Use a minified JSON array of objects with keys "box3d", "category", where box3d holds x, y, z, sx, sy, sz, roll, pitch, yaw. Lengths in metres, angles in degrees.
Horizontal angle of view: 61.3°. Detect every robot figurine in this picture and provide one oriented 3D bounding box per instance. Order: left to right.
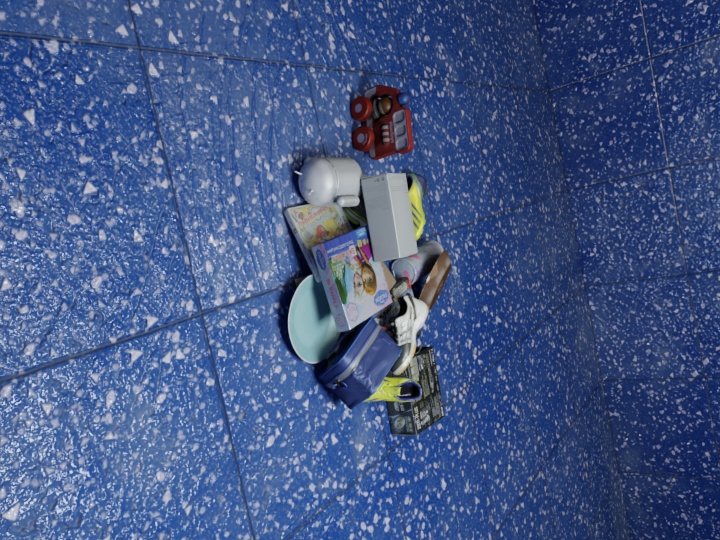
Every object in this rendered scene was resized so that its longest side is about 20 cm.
[{"box3d":[-0.071,-0.214,1.465,0.197,0.115,0.170,-11,49,-47],"category":"robot figurine"}]

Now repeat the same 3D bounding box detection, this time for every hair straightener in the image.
[{"box3d":[0.099,0.188,1.602,0.197,0.040,0.080,9,82,-46],"category":"hair straightener"}]

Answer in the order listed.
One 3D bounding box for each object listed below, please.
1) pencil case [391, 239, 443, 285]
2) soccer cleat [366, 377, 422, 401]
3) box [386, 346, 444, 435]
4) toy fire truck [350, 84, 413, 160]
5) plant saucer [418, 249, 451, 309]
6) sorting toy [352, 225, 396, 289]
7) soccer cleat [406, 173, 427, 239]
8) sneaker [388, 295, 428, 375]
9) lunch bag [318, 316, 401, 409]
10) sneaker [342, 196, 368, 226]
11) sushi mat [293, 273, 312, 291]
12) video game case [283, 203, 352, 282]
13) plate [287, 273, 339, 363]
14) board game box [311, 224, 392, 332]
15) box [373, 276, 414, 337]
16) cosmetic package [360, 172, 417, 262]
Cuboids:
[{"box3d":[0.168,-0.025,1.773,0.199,0.089,0.086,-31,124,-52],"category":"pencil case"},{"box3d":[0.062,0.298,1.521,0.194,0.083,0.067,2,88,-19],"category":"soccer cleat"},{"box3d":[0.145,0.328,1.674,0.162,0.084,0.207,-12,93,-53],"category":"box"},{"box3d":[0.069,-0.406,1.656,0.111,0.165,0.207,5,79,-52],"category":"toy fire truck"},{"box3d":[0.215,0.040,1.745,0.203,0.036,0.202,-59,165,-25],"category":"plant saucer"},{"box3d":[0.000,0.000,1.556,0.187,0.036,0.200,55,36,-9],"category":"sorting toy"},{"box3d":[0.153,-0.191,1.817,0.082,0.064,0.207,10,77,-25],"category":"soccer cleat"},{"box3d":[0.100,0.160,1.541,0.086,0.075,0.205,28,67,-19],"category":"sneaker"},{"box3d":[-0.010,0.216,1.437,0.132,0.136,0.200,44,43,-3],"category":"lunch bag"},{"box3d":[0.051,-0.135,1.574,0.196,0.082,0.074,26,22,-15],"category":"sneaker"},{"box3d":[-0.089,0.050,1.477,0.198,0.012,0.099,-19,97,-53],"category":"sushi mat"},{"box3d":[-0.078,-0.078,1.464,0.198,0.023,0.186,-19,80,-53],"category":"video game case"},{"box3d":[-0.108,0.111,1.407,0.198,0.025,0.207,-1,92,-55],"category":"plate"},{"box3d":[-0.015,0.013,1.431,0.199,0.040,0.205,-27,101,-53],"category":"board game box"},{"box3d":[0.075,0.121,1.631,0.198,0.039,0.141,-29,107,-40],"category":"box"},{"box3d":[0.072,-0.130,1.486,0.112,0.079,0.207,-11,94,-59],"category":"cosmetic package"}]
